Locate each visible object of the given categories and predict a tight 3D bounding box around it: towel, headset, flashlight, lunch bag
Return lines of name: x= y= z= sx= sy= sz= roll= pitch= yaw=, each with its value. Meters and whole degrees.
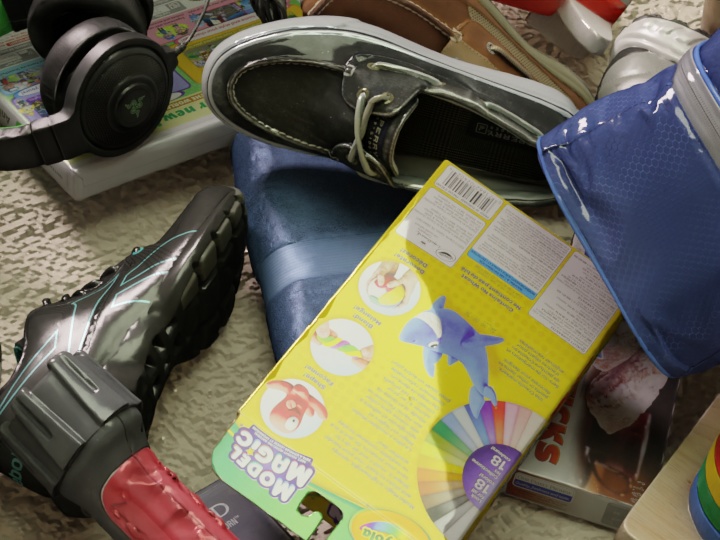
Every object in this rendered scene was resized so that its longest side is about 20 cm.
towel: x=0.000 y=0.000 z=1.035 sx=0.111 sy=0.049 sz=0.200 roll=-5 pitch=48 yaw=-13
headset: x=-0.132 y=-0.106 z=1.061 sx=0.199 sy=0.094 sz=0.124 roll=-19 pitch=46 yaw=-2
flashlight: x=-0.066 y=0.115 z=0.850 sx=0.200 sy=0.068 sz=0.068 roll=44 pitch=90 yaw=11
lunch bag: x=0.187 y=-0.042 z=0.965 sx=0.136 sy=0.132 sz=0.200 roll=60 pitch=21 yaw=4

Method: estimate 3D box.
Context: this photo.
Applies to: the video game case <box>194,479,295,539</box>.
video game case: x=-0.050 y=0.187 z=0.868 sx=0.143 sy=0.019 sz=0.200 roll=-28 pitch=56 yaw=-31

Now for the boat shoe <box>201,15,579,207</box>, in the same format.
boat shoe: x=0.018 y=-0.078 z=1.005 sx=0.199 sy=0.072 sz=0.071 roll=9 pitch=24 yaw=0

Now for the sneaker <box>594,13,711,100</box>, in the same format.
sneaker: x=0.224 y=-0.072 z=1.133 sx=0.200 sy=0.074 sz=0.079 roll=21 pitch=58 yaw=17

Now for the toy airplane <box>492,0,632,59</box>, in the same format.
toy airplane: x=0.080 y=-0.208 z=1.181 sx=0.199 sy=0.141 sz=0.200 roll=-4 pitch=29 yaw=-40

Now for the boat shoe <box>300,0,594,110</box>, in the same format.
boat shoe: x=0.055 y=-0.099 z=1.070 sx=0.200 sy=0.076 sz=0.072 roll=26 pitch=37 yaw=-29

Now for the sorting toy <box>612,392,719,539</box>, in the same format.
sorting toy: x=0.254 y=0.107 z=0.942 sx=0.200 sy=0.070 sz=0.199 roll=33 pitch=48 yaw=14

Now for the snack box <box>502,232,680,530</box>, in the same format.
snack box: x=0.128 y=0.043 z=1.029 sx=0.072 sy=0.024 sz=0.200 roll=17 pitch=46 yaw=4

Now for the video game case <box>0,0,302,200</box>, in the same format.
video game case: x=-0.118 y=-0.123 z=1.137 sx=0.200 sy=0.022 sz=0.182 roll=-22 pitch=46 yaw=-28

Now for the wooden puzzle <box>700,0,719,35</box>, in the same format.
wooden puzzle: x=0.286 y=-0.123 z=1.112 sx=0.200 sy=0.185 sz=0.046 roll=25 pitch=80 yaw=12

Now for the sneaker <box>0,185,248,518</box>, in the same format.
sneaker: x=-0.118 y=0.024 z=0.971 sx=0.079 sy=0.076 sz=0.200 roll=18 pitch=49 yaw=15

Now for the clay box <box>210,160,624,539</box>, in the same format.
clay box: x=0.028 y=0.055 z=0.929 sx=0.115 sy=0.048 sz=0.200 roll=35 pitch=62 yaw=9

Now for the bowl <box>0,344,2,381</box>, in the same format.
bowl: x=-0.221 y=0.073 z=0.875 sx=0.094 sy=0.200 sz=0.201 roll=49 pitch=42 yaw=-24
